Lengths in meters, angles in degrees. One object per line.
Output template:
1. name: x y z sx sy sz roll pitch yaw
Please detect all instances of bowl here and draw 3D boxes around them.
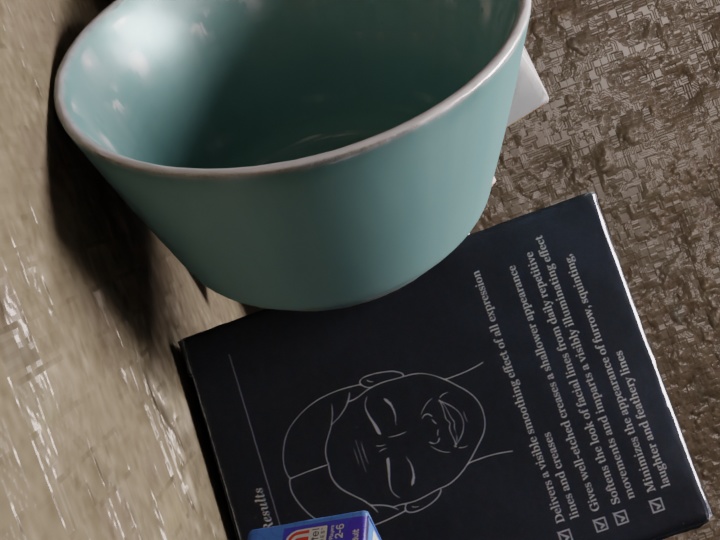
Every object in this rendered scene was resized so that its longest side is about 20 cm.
1. bowl: -0.020 -0.059 0.579 0.202 0.198 0.106 -103 179 -51

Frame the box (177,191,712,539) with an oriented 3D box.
1. box: 0.039 0.075 0.625 0.107 0.198 0.150 51 21 -77

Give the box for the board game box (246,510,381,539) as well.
1. board game box: -0.001 0.197 0.384 0.201 0.044 0.153 -83 155 -50

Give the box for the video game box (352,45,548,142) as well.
1. video game box: -0.013 -0.105 0.733 0.047 0.199 0.183 45 21 -42

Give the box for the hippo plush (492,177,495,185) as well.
1. hippo plush: 0.039 -0.052 0.935 0.160 0.157 0.203 -157 -112 -63
